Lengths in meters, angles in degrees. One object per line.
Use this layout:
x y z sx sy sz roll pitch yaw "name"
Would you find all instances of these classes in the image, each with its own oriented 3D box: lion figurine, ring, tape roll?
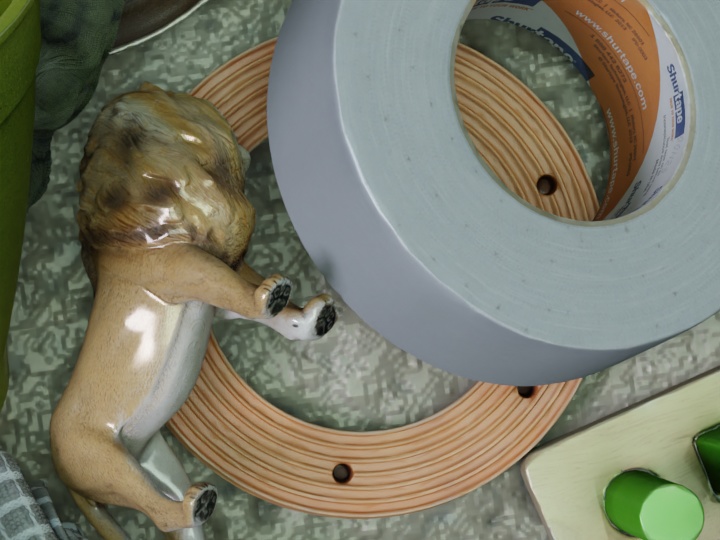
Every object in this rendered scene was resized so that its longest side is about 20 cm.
-0.081 0.034 1.027 0.122 0.072 0.200 25 95 31 "lion figurine"
0.000 0.000 1.079 0.200 0.019 0.201 0 89 -5 "ring"
0.068 -0.059 1.025 0.200 0.066 0.201 7 74 -23 "tape roll"

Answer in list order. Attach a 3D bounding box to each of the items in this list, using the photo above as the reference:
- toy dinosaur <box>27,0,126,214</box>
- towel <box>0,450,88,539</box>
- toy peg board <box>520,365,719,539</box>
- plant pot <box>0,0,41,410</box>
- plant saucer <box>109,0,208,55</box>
-0.124 -0.105 1.012 0.088 0.047 0.200 29 116 -12 "toy dinosaur"
-0.174 0.174 0.985 0.200 0.166 0.086 -29 135 -3 "towel"
0.196 0.127 1.052 0.200 0.098 0.199 -24 90 -4 "toy peg board"
-0.200 -0.025 0.953 0.200 0.200 0.193 -7 128 -4 "plant pot"
-0.128 -0.181 1.067 0.200 0.032 0.201 0 89 -5 "plant saucer"
